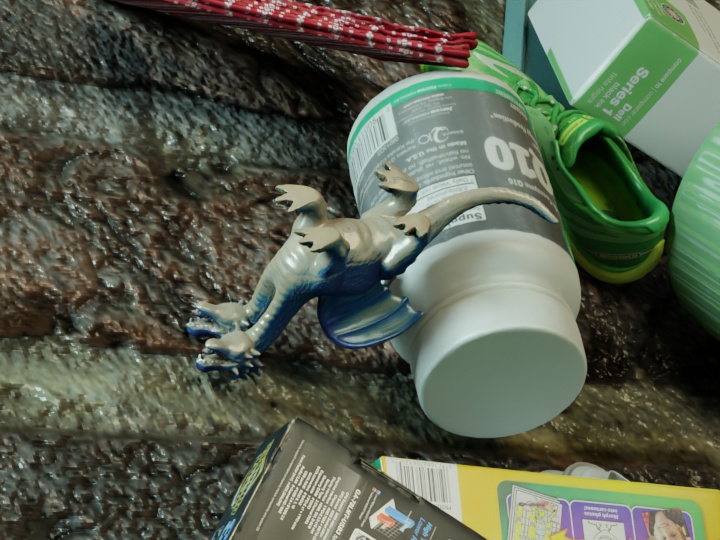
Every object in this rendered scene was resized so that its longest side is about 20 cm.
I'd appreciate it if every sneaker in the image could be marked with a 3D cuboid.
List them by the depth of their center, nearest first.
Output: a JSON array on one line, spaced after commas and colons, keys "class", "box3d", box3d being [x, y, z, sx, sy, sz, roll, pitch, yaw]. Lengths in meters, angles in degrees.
[{"class": "sneaker", "box3d": [0.124, -0.083, 1.591, 0.200, 0.084, 0.074, 44, 57, 9]}]

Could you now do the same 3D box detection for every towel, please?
[{"class": "towel", "box3d": [-0.045, -0.149, 1.482, 0.200, 0.023, 0.145, 10, 2, -22]}]

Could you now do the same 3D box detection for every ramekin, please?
[{"class": "ramekin", "box3d": [0.287, -0.025, 1.584, 0.200, 0.200, 0.098, 4, 20, -40]}]

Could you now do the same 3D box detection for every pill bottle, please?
[{"class": "pill bottle", "box3d": [0.062, -0.010, 1.434, 0.113, 0.113, 0.200, 17, 41, -29]}]

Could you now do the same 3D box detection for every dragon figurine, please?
[{"class": "dragon figurine", "box3d": [0.000, 0.000, 1.342, 0.200, 0.100, 0.059, -14, 50, -23]}]

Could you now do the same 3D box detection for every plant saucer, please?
[{"class": "plant saucer", "box3d": [0.130, -0.137, 1.723, 0.070, 0.019, 0.200, 28, 37, -15]}]

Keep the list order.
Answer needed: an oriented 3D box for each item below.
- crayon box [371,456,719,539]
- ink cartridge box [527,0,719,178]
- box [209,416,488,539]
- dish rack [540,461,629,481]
[{"class": "crayon box", "box3d": [0.092, 0.166, 1.257, 0.200, 0.058, 0.119, 8, 62, -23]}, {"class": "ink cartridge box", "box3d": [0.225, -0.123, 1.694, 0.200, 0.084, 0.146, 32, 21, -24]}, {"class": "box", "box3d": [0.003, 0.201, 1.135, 0.198, 0.050, 0.200, 33, 61, -11]}, {"class": "dish rack", "box3d": [0.170, 0.194, 1.365, 0.200, 0.044, 0.172, 36, 34, -5]}]
